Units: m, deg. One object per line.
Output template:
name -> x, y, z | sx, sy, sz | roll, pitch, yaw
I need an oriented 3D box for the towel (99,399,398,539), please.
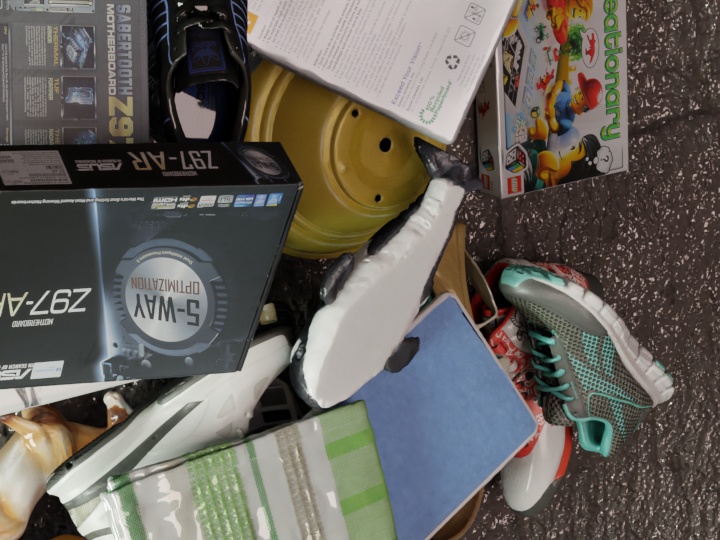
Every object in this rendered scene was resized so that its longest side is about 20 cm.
towel -> -0.067, 0.182, 1.280 | 0.199, 0.031, 0.150 | -16, 97, -29

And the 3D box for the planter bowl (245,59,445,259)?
planter bowl -> 0.000, -0.097, 1.382 | 0.199, 0.083, 0.202 | -9, 109, -29

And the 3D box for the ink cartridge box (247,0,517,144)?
ink cartridge box -> 0.013, -0.215, 1.305 | 0.199, 0.043, 0.197 | 25, 89, -10

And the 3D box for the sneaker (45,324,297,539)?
sneaker -> -0.105, 0.131, 1.317 | 0.200, 0.076, 0.116 | -36, 95, -15

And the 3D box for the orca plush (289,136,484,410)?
orca plush -> 0.000, 0.000, 1.334 | 0.105, 0.071, 0.201 | 26, 84, -43

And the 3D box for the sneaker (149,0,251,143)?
sneaker -> -0.100, -0.159, 1.228 | 0.070, 0.078, 0.201 | -6, 97, -11

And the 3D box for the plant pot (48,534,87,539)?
plant pot -> -0.235, 0.280, 1.293 | 0.183, 0.200, 0.201 | -36, 121, -37

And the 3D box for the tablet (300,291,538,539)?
tablet -> 0.030, 0.123, 1.357 | 0.200, 0.014, 0.130 | -41, 105, -25

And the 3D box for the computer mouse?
computer mouse -> -0.080, 0.113, 1.414 | 0.109, 0.044, 0.201 | -21, 117, -8

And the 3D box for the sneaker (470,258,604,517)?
sneaker -> 0.119, 0.089, 1.517 | 0.108, 0.067, 0.203 | 14, 91, -37

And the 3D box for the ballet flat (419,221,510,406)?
ballet flat -> 0.080, 0.054, 1.441 | 0.063, 0.069, 0.201 | -13, 83, -20

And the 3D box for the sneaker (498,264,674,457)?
sneaker -> 0.162, 0.073, 1.461 | 0.200, 0.077, 0.091 | 43, 75, -34

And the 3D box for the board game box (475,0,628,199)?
board game box -> 0.147, -0.165, 1.483 | 0.126, 0.035, 0.201 | -14, 111, -28

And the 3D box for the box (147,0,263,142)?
box -> -0.115, -0.207, 1.300 | 0.200, 0.051, 0.158 | -50, 123, -9

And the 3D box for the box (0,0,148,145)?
box -> -0.210, -0.120, 1.182 | 0.157, 0.051, 0.201 | -3, 93, -28

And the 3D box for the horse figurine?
horse figurine -> -0.250, 0.137, 1.314 | 0.200, 0.050, 0.133 | -50, 120, -16

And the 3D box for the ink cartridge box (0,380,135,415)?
ink cartridge box -> -0.226, 0.015, 1.255 | 0.199, 0.083, 0.148 | -13, 93, -28

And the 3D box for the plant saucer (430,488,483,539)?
plant saucer -> 0.026, 0.110, 1.437 | 0.200, 0.035, 0.201 | 32, 49, -45

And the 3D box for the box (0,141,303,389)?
box -> -0.149, -0.003, 1.171 | 0.199, 0.044, 0.161 | -2, 132, -29
